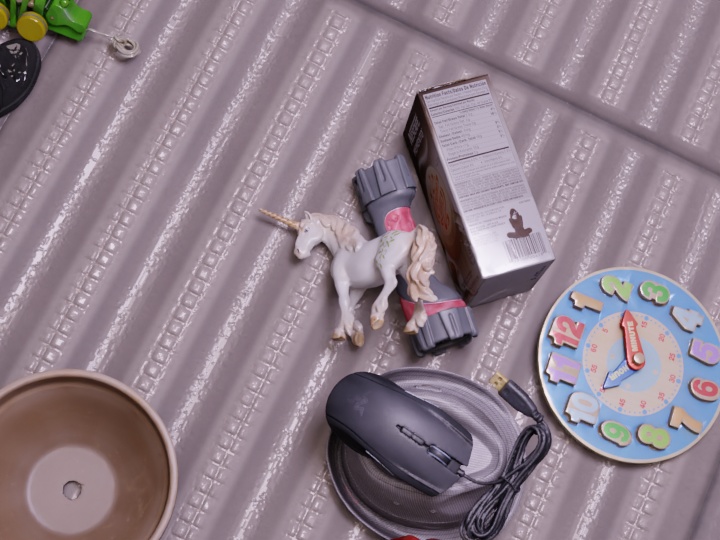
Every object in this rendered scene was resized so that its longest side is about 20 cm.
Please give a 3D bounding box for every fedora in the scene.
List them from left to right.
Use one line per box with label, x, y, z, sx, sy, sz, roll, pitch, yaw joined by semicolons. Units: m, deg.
fedora;0.070;0.172;1.292;0.200;0.090;0.177;18;73;-1

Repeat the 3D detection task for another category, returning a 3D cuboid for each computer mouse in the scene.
computer mouse;0.073;0.136;1.229;0.200;0.046;0.140;37;81;15

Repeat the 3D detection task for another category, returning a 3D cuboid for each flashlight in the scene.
flashlight;0.055;-0.017;1.358;0.068;0.068;0.200;-14;77;-14

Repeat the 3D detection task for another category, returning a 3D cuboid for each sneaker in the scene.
sneaker;-0.394;-0.170;1.330;0.060;0.104;0.200;43;74;7

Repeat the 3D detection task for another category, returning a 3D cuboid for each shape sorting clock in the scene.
shape sorting clock;0.274;0.093;1.367;0.200;0.039;0.200;2;74;-6

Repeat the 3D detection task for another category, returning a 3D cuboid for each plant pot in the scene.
plant pot;-0.266;0.196;1.246;0.201;0.093;0.201;2;73;-6

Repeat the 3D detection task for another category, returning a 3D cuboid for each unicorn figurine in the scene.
unicorn figurine;0.000;0.000;1.328;0.200;0.074;0.138;-9;72;31

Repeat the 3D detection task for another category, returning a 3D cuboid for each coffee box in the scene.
coffee box;0.115;-0.078;1.360;0.080;0.114;0.200;-16;75;-10

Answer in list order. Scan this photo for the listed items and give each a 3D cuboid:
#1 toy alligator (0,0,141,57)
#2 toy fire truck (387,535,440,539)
toy alligator;-0.317;-0.268;1.384;0.200;0.054;0.059;16;47;-2
toy fire truck;0.084;0.305;1.196;0.200;0.168;0.112;39;55;19
